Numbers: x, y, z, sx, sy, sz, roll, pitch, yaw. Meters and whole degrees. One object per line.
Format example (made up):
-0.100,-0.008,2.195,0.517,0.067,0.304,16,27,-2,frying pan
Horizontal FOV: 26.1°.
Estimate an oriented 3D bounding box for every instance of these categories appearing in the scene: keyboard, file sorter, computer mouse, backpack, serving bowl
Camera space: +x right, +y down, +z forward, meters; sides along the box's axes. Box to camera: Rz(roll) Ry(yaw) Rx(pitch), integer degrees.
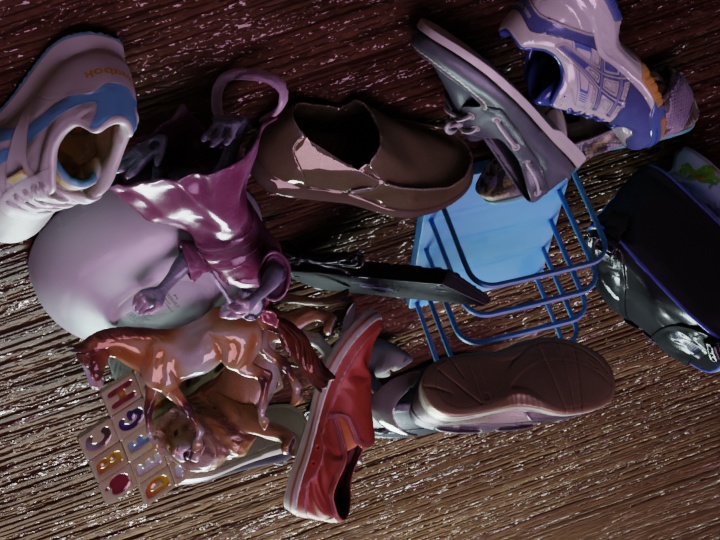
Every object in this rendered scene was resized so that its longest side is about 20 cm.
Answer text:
0.000,0.000,1.299,0.198,0.021,0.126,4,167,40,keyboard
0.131,0.005,1.390,0.137,0.124,0.201,-13,148,-12,file sorter
0.048,0.154,1.644,0.198,0.053,0.139,-23,148,5,computer mouse
0.307,-0.002,1.424,0.147,0.183,0.200,-44,164,-7,backpack
-0.169,0.006,1.272,0.197,0.066,0.201,-14,149,-9,serving bowl

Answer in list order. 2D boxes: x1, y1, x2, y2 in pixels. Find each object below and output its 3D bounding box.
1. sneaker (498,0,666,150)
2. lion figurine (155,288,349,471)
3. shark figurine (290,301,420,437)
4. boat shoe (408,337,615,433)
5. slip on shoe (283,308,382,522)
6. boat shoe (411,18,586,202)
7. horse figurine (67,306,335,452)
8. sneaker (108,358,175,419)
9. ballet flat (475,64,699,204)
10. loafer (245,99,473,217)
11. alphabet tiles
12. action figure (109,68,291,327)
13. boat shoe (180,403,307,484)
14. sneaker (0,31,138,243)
0.166,-0.150,1.185,0.088,0.075,0.200,-42,132,-2,sneaker
-0.095,0.089,1.356,0.202,0.121,0.072,-67,167,-1,lion figurine
-0.004,0.079,1.451,0.126,0.215,0.091,11,102,-3,shark figurine
0.132,0.106,1.368,0.198,0.073,0.065,-5,159,-28,boat shoe
-0.012,0.129,1.354,0.074,0.061,0.203,-24,132,-69,slip on shoe
0.098,-0.118,1.191,0.062,0.073,0.199,-48,130,8,boat shoe
-0.124,0.080,1.275,0.197,0.050,0.134,-16,118,5,horse figurine
-0.164,0.109,1.440,0.104,0.075,0.201,-32,142,-15,sneaker
0.182,-0.122,1.290,0.198,0.073,0.072,-21,150,1,ballet flat
0.010,-0.090,1.214,0.198,0.077,0.068,-2,151,-29,loafer
-0.157,0.126,1.393,0.199,0.006,0.168,-33,140,-20,alphabet tiles
-0.105,-0.036,1.170,0.133,0.150,0.201,12,148,33,action figure
-0.148,0.188,1.566,0.198,0.073,0.063,-10,146,-26,boat shoe
-0.221,-0.076,1.097,0.076,0.082,0.200,3,144,-36,sneaker
